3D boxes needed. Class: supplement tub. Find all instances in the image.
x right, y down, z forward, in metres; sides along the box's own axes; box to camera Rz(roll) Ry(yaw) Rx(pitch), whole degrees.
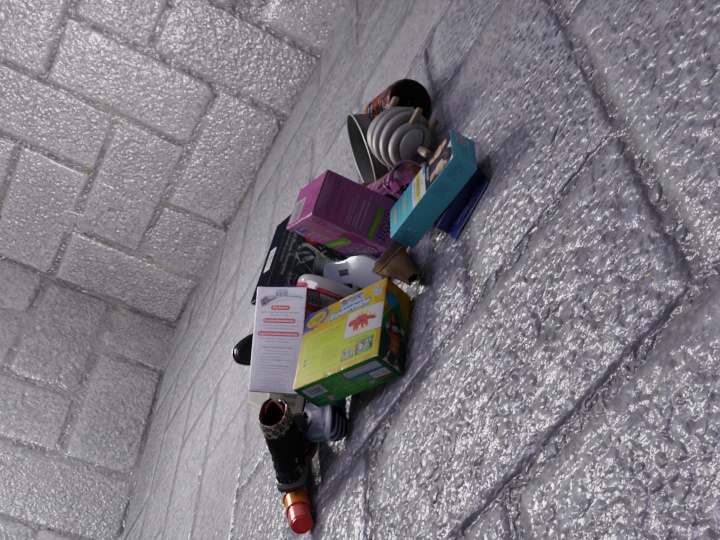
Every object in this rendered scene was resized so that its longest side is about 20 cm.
[{"bbox_3d":[-0.090,0.120,1.697,0.200,0.140,0.140,-69,17,-9],"label":"supplement tub"},{"bbox_3d":[0.071,-0.346,1.875,0.200,0.107,0.107,-18,50,68],"label":"supplement tub"}]

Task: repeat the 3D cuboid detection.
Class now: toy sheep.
[{"bbox_3d":[0.085,-0.268,1.700,0.138,0.138,0.200,-64,33,10],"label":"toy sheep"}]

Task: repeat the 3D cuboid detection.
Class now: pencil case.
[{"bbox_3d":[0.062,-0.161,1.693,0.083,0.086,0.200,-67,14,-14],"label":"pencil case"}]

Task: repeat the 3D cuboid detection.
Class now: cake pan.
[{"bbox_3d":[0.017,-0.256,1.859,0.200,0.037,0.201,162,90,-83],"label":"cake pan"}]

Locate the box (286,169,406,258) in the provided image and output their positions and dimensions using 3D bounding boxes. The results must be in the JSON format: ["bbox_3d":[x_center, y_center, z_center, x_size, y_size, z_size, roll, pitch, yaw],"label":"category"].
[{"bbox_3d":[-0.020,-0.099,1.667,0.176,0.200,0.097,-17,53,68],"label":"box"}]

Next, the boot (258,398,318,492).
[{"bbox_3d":[-0.134,0.292,1.575,0.204,0.073,0.154,-82,-19,-62],"label":"boot"}]

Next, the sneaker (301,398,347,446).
[{"bbox_3d":[-0.070,0.228,1.564,0.087,0.074,0.200,-18,41,25],"label":"sneaker"}]

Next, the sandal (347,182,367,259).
[{"bbox_3d":[0.007,-0.088,1.827,0.080,0.057,0.202,33,-120,-77],"label":"sandal"}]

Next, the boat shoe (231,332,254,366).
[{"bbox_3d":[-0.185,0.164,1.861,0.063,0.201,0.074,-14,85,62],"label":"boat shoe"}]

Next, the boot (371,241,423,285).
[{"bbox_3d":[0.069,-0.002,1.508,0.074,0.075,0.200,-48,-2,2],"label":"boot"}]

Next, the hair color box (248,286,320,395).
[{"bbox_3d":[-0.143,0.133,1.599,0.064,0.111,0.201,21,-109,-64],"label":"hair color box"}]

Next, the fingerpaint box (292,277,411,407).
[{"bbox_3d":[-0.013,0.128,1.474,0.200,0.073,0.167,-27,39,34],"label":"fingerpaint box"}]

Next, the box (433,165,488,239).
[{"bbox_3d":[0.159,-0.143,1.472,0.121,0.032,0.200,-61,19,18],"label":"box"}]

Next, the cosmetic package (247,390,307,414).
[{"bbox_3d":[-0.182,0.263,1.868,0.200,0.087,0.104,179,102,-71],"label":"cosmetic package"}]

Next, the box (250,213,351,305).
[{"bbox_3d":[-0.116,0.008,1.854,0.104,0.182,0.200,-29,42,62],"label":"box"}]

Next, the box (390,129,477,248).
[{"bbox_3d":[0.121,-0.136,1.438,0.200,0.049,0.082,-53,23,37],"label":"box"}]

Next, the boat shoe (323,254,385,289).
[{"bbox_3d":[0.000,0.000,1.708,0.200,0.057,0.069,0,99,55],"label":"boat shoe"}]

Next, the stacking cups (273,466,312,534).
[{"bbox_3d":[-0.123,0.408,1.565,0.061,0.060,0.200,-63,18,11],"label":"stacking cups"}]
